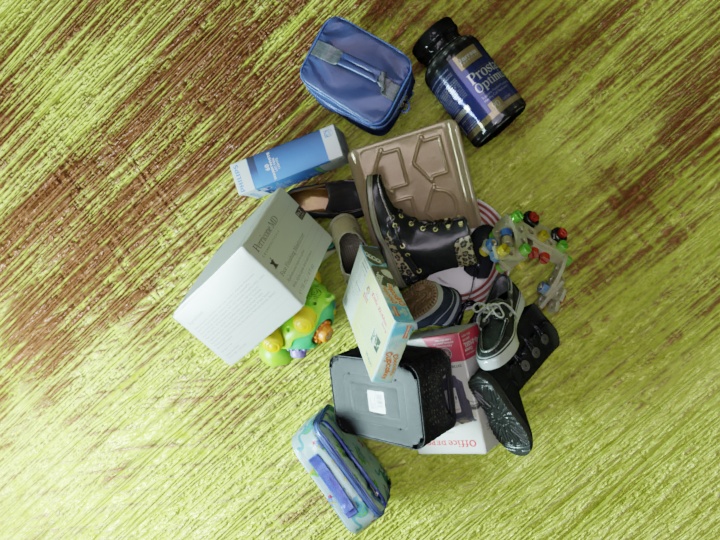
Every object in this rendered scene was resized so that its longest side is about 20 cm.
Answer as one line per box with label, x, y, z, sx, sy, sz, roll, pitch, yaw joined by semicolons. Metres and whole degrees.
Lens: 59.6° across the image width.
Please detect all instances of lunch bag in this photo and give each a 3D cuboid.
lunch bag;0.002;-0.326;1.079;0.197;0.132;0.138;30;97;7
lunch bag;-0.030;0.344;1.100;0.082;0.161;0.201;-38;86;9

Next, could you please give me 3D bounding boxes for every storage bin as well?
storage bin;0.050;0.203;1.047;0.197;0.093;0.139;0;99;44

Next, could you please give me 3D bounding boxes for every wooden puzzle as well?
wooden puzzle;0.093;-0.143;1.081;0.196;0.046;0.189;-14;104;14

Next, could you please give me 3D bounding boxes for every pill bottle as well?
pill bottle;0.178;-0.319;1.061;0.111;0.112;0.201;-38;87;9

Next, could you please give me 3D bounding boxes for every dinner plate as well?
dinner plate;0.171;-0.031;1.120;0.195;0.024;0.205;0;92;9

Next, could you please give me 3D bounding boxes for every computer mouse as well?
computer mouse;0.195;0.019;1.090;0.057;0.034;0.205;15;95;8

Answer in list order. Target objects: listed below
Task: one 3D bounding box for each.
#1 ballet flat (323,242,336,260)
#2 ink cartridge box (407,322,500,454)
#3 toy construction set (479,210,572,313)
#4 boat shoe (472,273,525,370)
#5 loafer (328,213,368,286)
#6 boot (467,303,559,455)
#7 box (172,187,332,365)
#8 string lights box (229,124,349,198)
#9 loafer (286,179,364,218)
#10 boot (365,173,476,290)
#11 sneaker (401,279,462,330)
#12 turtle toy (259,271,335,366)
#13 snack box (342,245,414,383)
ballet flat;-0.138;-0.027;1.156;0.195;0.069;0.071;5;94;11
ink cartridge box;0.153;0.204;1.076;0.143;0.084;0.205;-14;91;41
toy construction set;0.287;-0.023;1.044;0.199;0.133;0.091;37;137;-27
boat shoe;0.222;0.076;1.017;0.073;0.200;0.069;-17;115;38
loafer;0.000;0.000;1.106;0.075;0.068;0.202;-26;108;9
boot;0.275;0.178;1.048;0.065;0.200;0.167;-13;112;47
box;-0.171;0.007;1.027;0.130;0.200;0.199;42;122;-16
string lights box;-0.120;-0.190;1.119;0.196;0.103;0.060;-19;90;9
loafer;-0.049;-0.126;1.126;0.195;0.072;0.075;-10;90;9
boot;0.100;-0.078;1.037;0.151;0.074;0.207;-14;112;14
sneaker;0.086;0.080;1.091;0.198;0.107;0.072;-30;64;36
turtle toy;-0.115;0.099;1.125;0.198;0.147;0.101;-34;118;26
snack box;0.023;0.064;0.992;0.036;0.201;0.118;6;123;-21
